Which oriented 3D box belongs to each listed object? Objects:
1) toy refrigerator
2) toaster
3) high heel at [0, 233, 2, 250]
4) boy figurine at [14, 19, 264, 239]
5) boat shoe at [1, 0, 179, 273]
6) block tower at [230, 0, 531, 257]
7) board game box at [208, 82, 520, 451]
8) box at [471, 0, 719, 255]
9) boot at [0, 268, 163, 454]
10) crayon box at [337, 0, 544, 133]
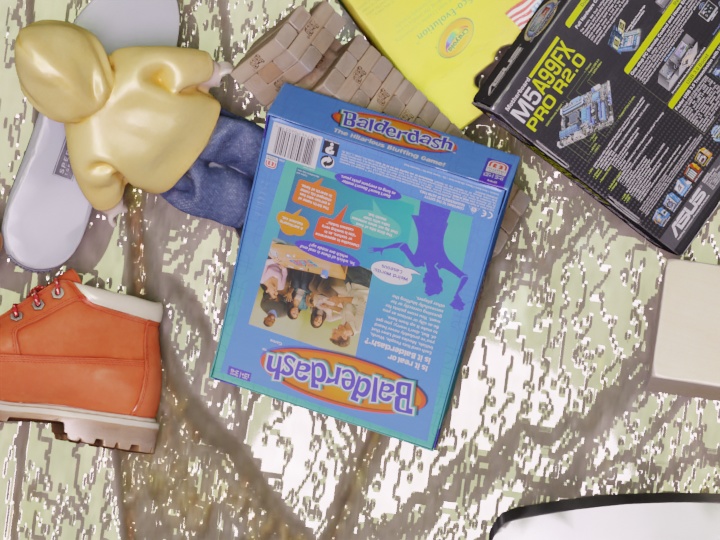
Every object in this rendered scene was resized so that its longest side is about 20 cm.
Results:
[{"bbox_3d":[0.280,0.048,1.643,0.198,0.070,0.076,8,81,4],"label":"toy refrigerator"},{"bbox_3d":[0.170,0.219,1.616,0.179,0.119,0.202,-3,86,3],"label":"toaster"},{"bbox_3d":[-0.293,0.030,1.708,0.067,0.096,0.201,26,104,-38],"label":"high heel"},{"bbox_3d":[-0.134,-0.086,1.635,0.199,0.064,0.125,27,104,-26],"label":"boy figurine"},{"bbox_3d":[-0.176,-0.095,1.688,0.068,0.057,0.201,25,89,-12],"label":"boat shoe"},{"bbox_3d":[0.017,-0.079,1.640,0.200,0.058,0.054,44,50,-12],"label":"block tower"},{"bbox_3d":[0.000,0.000,1.625,0.151,0.045,0.201,18,124,4],"label":"board game box"},{"bbox_3d":[0.190,-0.136,1.643,0.160,0.044,0.201,35,90,-17],"label":"box"},{"bbox_3d":[-0.217,0.047,1.661,0.199,0.075,0.108,11,86,-21],"label":"boot"},{"bbox_3d":[0.044,-0.196,1.681,0.127,0.051,0.201,-36,86,1],"label":"crayon box"}]
